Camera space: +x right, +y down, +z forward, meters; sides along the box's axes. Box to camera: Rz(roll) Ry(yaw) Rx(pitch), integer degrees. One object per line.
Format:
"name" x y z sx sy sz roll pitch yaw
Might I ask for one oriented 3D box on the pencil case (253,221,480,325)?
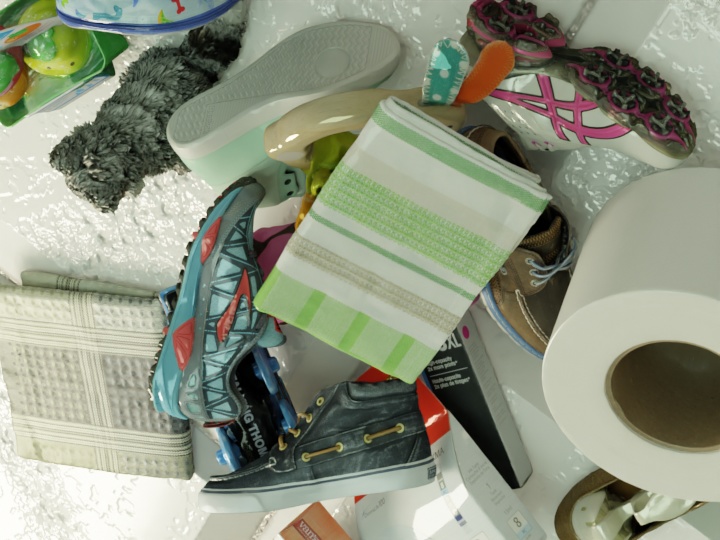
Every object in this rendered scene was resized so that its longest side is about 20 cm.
"pencil case" 0.000 0.000 1.418 0.198 0.095 0.091 -7 152 32

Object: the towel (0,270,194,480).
"towel" -0.248 0.098 1.631 0.198 0.035 0.195 5 117 22

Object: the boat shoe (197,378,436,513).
"boat shoe" -0.040 0.141 1.426 0.198 0.071 0.092 -10 87 8

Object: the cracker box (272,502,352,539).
"cracker box" -0.047 0.306 1.560 0.134 0.058 0.200 48 141 9

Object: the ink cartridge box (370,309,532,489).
"ink cartridge box" 0.065 0.095 1.468 0.094 0.037 0.202 -15 102 31

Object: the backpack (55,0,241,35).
"backpack" -0.168 -0.259 1.327 0.181 0.200 0.149 9 115 22

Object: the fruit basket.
"fruit basket" -0.287 -0.164 1.428 0.184 0.200 0.094 -25 99 32

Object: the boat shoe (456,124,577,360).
"boat shoe" 0.124 -0.017 1.346 0.201 0.072 0.072 60 154 -13

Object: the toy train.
"toy train" -0.107 0.091 1.501 0.086 0.114 0.202 -24 95 -2

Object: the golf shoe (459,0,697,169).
"golf shoe" 0.158 -0.124 1.307 0.199 0.072 0.093 33 131 21

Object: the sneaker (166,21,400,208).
"sneaker" -0.045 -0.121 1.419 0.199 0.074 0.118 -24 141 11

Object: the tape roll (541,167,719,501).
"tape roll" 0.242 0.046 1.265 0.200 0.140 0.204 13 134 13

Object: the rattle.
"rattle" 0.028 -0.074 1.297 0.198 0.144 0.130 -12 149 29

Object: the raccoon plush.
"raccoon plush" -0.180 -0.140 1.423 0.096 0.134 0.202 28 122 14

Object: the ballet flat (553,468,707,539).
"ballet flat" 0.224 0.186 1.404 0.199 0.072 0.068 -30 96 33

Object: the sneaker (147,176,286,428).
"sneaker" -0.098 0.027 1.402 0.094 0.079 0.202 18 98 4

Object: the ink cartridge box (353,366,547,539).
"ink cartridge box" 0.041 0.185 1.470 0.201 0.047 0.160 50 137 3

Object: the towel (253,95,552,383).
"towel" 0.028 -0.020 1.302 0.148 0.031 0.201 28 119 -15
